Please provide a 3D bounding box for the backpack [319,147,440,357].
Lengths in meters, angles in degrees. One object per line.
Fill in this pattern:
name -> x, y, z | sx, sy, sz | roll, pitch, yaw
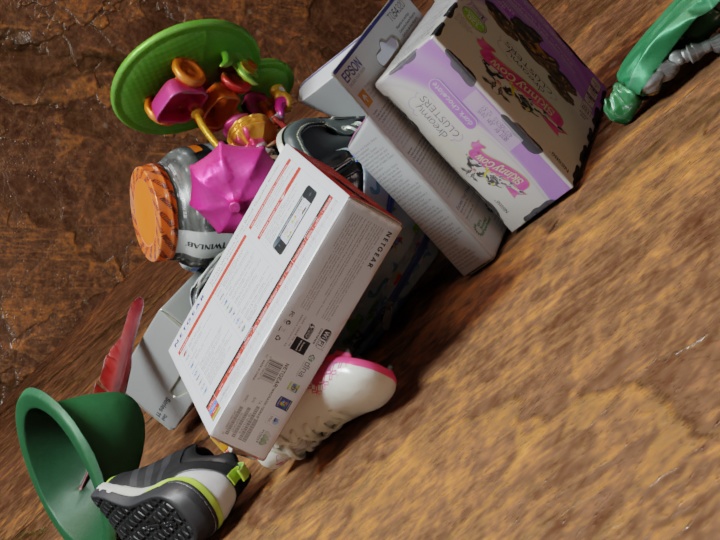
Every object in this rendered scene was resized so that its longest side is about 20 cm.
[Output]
backpack -> -0.024, -0.008, 1.209 | 0.163, 0.153, 0.200 | -110, 37, -62

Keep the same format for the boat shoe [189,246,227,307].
boat shoe -> -0.084, -0.029, 1.337 | 0.199, 0.074, 0.068 | -38, -1, -7

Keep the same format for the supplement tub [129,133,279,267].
supplement tub -> -0.123, -0.071, 1.424 | 0.200, 0.123, 0.122 | -11, -3, -25

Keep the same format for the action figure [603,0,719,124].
action figure -> 0.267, -0.197, 1.128 | 0.200, 0.055, 0.118 | -48, 11, 15

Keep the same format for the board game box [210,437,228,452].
board game box -> -0.106, 0.115, 1.351 | 0.096, 0.030, 0.200 | -44, 14, 0

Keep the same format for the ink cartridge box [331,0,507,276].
ink cartridge box -> 0.059, -0.120, 1.191 | 0.043, 0.200, 0.196 | -36, 13, 33

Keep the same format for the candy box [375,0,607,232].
candy box -> 0.117, -0.153, 1.189 | 0.071, 0.168, 0.200 | -37, 13, 33

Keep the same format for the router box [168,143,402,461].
router box -> -0.064, 0.016, 1.070 | 0.200, 0.049, 0.180 | -59, 23, 7

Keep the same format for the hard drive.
hard drive -> 0.058, -0.163, 1.380 | 0.132, 0.200, 0.025 | -30, 47, 48

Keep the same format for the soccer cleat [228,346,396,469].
soccer cleat -> -0.039, 0.110, 1.073 | 0.200, 0.070, 0.087 | -15, 55, 59

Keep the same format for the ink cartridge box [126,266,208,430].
ink cartridge box -> -0.155, 0.052, 1.489 | 0.147, 0.083, 0.200 | -54, -1, 42

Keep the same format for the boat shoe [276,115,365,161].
boat shoe -> -0.007, -0.122, 1.305 | 0.062, 0.073, 0.200 | -35, -11, 28

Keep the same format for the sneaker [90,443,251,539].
sneaker -> -0.149, 0.186, 1.162 | 0.083, 0.072, 0.200 | -42, 16, -32

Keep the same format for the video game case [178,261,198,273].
video game case -> -0.085, -0.051, 1.610 | 0.200, 0.022, 0.182 | -40, -28, 15

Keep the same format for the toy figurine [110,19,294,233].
toy figurine -> -0.111, -0.111, 1.309 | 0.200, 0.184, 0.150 | 4, -41, -45

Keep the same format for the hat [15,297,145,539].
hat -> -0.214, 0.149, 1.341 | 0.176, 0.201, 0.165 | -24, 14, -35
